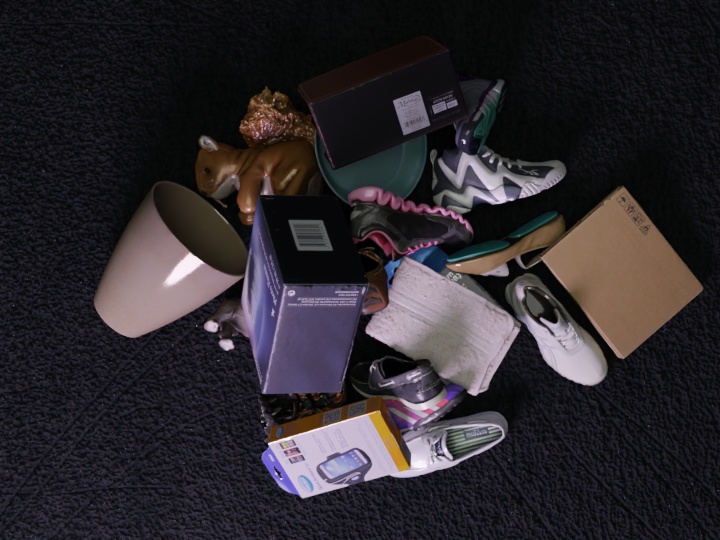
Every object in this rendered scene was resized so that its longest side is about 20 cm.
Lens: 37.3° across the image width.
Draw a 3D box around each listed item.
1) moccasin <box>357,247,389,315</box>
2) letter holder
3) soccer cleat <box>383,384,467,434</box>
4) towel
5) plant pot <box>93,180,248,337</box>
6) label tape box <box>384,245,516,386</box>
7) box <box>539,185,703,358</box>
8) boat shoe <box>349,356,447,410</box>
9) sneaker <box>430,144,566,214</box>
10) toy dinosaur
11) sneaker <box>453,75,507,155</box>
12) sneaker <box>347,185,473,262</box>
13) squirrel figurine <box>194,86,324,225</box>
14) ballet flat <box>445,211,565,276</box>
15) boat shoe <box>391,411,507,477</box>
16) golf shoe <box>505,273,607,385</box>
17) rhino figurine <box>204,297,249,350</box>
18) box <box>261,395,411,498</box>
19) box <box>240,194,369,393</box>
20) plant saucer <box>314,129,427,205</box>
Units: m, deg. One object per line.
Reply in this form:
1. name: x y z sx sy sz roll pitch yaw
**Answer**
1. moccasin: -0.002 0.000 1.540 0.074 0.201 0.078 -14 106 5
2. letter holder: 0.026 -0.238 1.479 0.200 0.142 0.101 -22 114 -3
3. soccer cleat: 0.069 0.200 1.570 0.200 0.068 0.073 -31 85 38
4. towel: 0.120 0.082 1.550 0.200 0.034 0.133 29 94 4
5. plant pot: -0.300 0.001 1.592 0.200 0.187 0.187 -42 87 18
6. label tape box: 0.112 0.058 1.599 0.200 0.063 0.144 44 94 3
7. box: 0.383 0.003 1.569 0.163 0.021 0.200 -40 98 -2
8. boat shoe: 0.047 0.149 1.552 0.072 0.200 0.068 -38 111 -26
9. sneaker: 0.194 -0.165 1.580 0.199 0.079 0.130 -15 98 15
10. toy dinosaur: -0.082 0.214 1.609 0.136 0.102 0.200 -8 74 -10
11. sneaker: 0.148 -0.227 1.540 0.087 0.200 0.075 17 122 12
12. sneaker: 0.069 -0.052 1.542 0.200 0.079 0.096 14 72 -19
13. squirrel figurine: -0.147 -0.166 1.602 0.186 0.142 0.200 16 78 15
14. ballet flat: 0.221 -0.024 1.566 0.200 0.069 0.063 -23 104 -15
15. boat shoe: 0.123 0.258 1.599 0.200 0.067 0.074 -24 88 5
16. golf shoe: 0.289 0.093 1.568 0.078 0.097 0.200 -43 89 3
17. rhino figurine: -0.129 0.081 1.613 0.200 0.087 0.060 5 119 4
18. box: -0.039 0.261 1.551 0.200 0.041 0.119 -17 120 17
19. box: -0.084 0.033 1.472 0.123 0.200 0.199 0 129 -17
20. plant saucer: 0.009 -0.187 1.578 0.200 0.036 0.200 -1 92 -34
